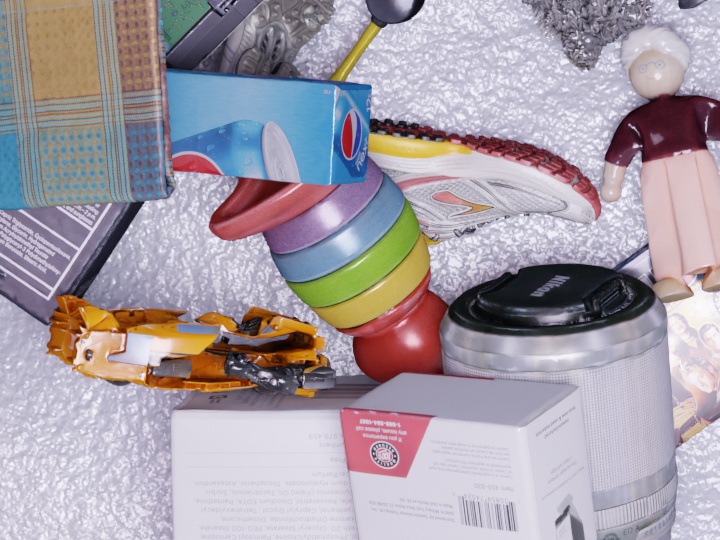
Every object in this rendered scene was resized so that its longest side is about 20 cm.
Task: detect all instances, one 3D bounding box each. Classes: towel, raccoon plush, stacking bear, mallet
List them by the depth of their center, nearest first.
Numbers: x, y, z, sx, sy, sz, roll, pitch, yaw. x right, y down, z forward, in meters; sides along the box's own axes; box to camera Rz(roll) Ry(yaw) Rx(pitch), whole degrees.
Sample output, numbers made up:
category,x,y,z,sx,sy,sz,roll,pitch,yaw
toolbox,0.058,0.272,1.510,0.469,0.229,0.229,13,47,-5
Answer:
category,x,y,z,sx,sy,sz,roll,pitch,yaw
towel,-0.206,-0.116,1.469,0.199,0.022,0.148,-1,94,36
raccoon plush,0.123,-0.214,1.532,0.097,0.200,0.134,-42,71,23
stacking bear,0.000,0.000,1.562,0.113,0.122,0.200,-24,114,26
mallet,-0.019,-0.140,1.607,0.041,0.066,0.200,36,97,1

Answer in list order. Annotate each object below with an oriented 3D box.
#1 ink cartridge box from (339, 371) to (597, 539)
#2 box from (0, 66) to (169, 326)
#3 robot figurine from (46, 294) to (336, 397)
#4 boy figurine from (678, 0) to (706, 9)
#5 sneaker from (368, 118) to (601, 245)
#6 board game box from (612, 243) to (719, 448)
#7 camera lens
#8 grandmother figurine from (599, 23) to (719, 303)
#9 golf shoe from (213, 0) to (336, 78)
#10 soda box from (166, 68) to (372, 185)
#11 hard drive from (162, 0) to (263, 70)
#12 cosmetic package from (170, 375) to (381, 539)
category,x,y,z,sx,sy,sz,roll,pitch,yaw
ink cartridge box,0.078,0.178,1.451,0.146,0.083,0.201,4,109,35
box,-0.244,-0.101,1.596,0.200,0.123,0.199,35,98,-2
robot figurine,-0.114,0.054,1.537,0.199,0.145,0.059,5,94,-20
boy figurine,0.226,-0.296,1.577,0.124,0.064,0.201,-24,97,8
sneaker,0.080,-0.058,1.611,0.199,0.078,0.083,10,103,11
board game box,0.238,0.046,1.624,0.200,0.035,0.136,-36,92,6
camera lens,0.141,0.106,1.535,0.159,0.160,0.201,-5,106,4
grandmother figurine,0.231,-0.083,1.581,0.121,0.061,0.201,-12,80,3
golf shoe,-0.077,-0.166,1.588,0.078,0.097,0.201,29,57,-25
soda box,-0.096,-0.099,1.467,0.199,0.064,0.068,6,97,23
hard drive,-0.135,-0.251,1.568,0.140,0.038,0.200,-45,57,7
cosmetic package,-0.046,0.187,1.591,0.165,0.167,0.201,0,95,4
